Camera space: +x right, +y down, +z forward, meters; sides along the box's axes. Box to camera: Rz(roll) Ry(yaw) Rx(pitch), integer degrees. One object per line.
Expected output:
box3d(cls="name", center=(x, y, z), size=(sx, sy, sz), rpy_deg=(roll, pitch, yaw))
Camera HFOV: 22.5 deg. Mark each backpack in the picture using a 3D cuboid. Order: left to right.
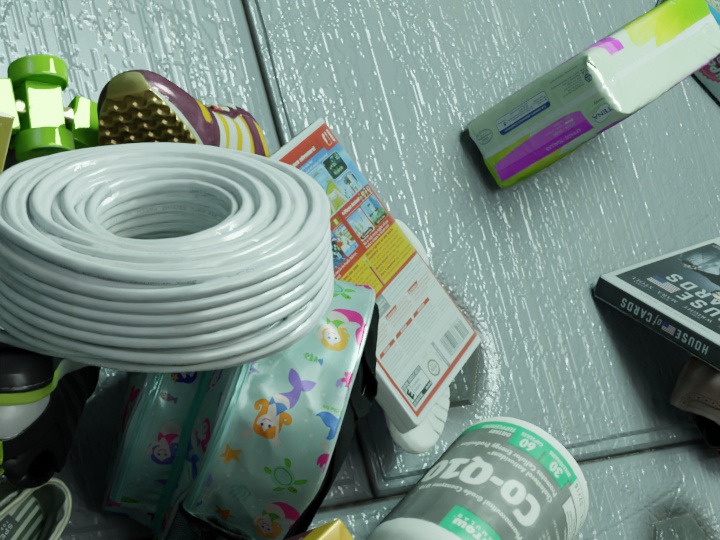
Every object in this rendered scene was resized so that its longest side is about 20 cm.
box3d(cls="backpack", center=(-0.069, 0.085, 1.116), size=(0.150, 0.200, 0.178), rpy_deg=(23, 55, -10))

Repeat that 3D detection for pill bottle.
box3d(cls="pill bottle", center=(0.068, 0.198, 1.251), size=(0.113, 0.113, 0.200), rpy_deg=(56, 43, -8))

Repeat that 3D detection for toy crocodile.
box3d(cls="toy crocodile", center=(-0.243, -0.099, 1.143), size=(0.200, 0.062, 0.068), rpy_deg=(4, 68, -37))

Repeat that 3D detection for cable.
box3d(cls="cable", center=(-0.112, -0.013, 1.008), size=(0.200, 0.200, 0.069), rpy_deg=(-40, 139, -53))

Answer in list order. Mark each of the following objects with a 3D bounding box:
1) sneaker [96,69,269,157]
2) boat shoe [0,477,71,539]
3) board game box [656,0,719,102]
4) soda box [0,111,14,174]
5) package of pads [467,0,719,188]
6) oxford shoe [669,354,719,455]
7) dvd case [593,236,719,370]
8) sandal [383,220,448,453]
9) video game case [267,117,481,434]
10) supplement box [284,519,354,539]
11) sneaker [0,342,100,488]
box3d(cls="sneaker", center=(-0.114, -0.086, 1.218), size=(0.200, 0.075, 0.090), rpy_deg=(57, 31, -51))
box3d(cls="boat shoe", center=(-0.229, 0.188, 1.009), size=(0.072, 0.062, 0.200), rpy_deg=(43, 47, -20))
box3d(cls="board game box", center=(0.376, -0.266, 1.804), size=(0.148, 0.064, 0.200), rpy_deg=(43, 48, -20))
box3d(cls="soda box", center=(-0.261, -0.001, 1.033), size=(0.068, 0.064, 0.200), rpy_deg=(20, 75, -36))
box3d(cls="package of pads", center=(0.197, -0.151, 1.512), size=(0.200, 0.154, 0.068), rpy_deg=(-33, 91, -46))
box3d(cls="oxford shoe", center=(0.334, 0.134, 1.586), size=(0.200, 0.071, 0.073), rpy_deg=(40, 85, -34))
box3d(cls="dvd case", center=(0.318, 0.027, 1.569), size=(0.150, 0.025, 0.200), rpy_deg=(32, 30, 33))
box3d(cls="sandal", center=(0.026, 0.054, 1.323), size=(0.082, 0.050, 0.203), rpy_deg=(46, 32, -38))
box3d(cls="video game case", center=(0.000, 0.000, 1.244), size=(0.200, 0.017, 0.143), rpy_deg=(54, 31, -6))
box3d(cls="supplement box", center=(-0.059, 0.277, 1.028), size=(0.197, 0.200, 0.133), rpy_deg=(57, 43, -7))
box3d(cls="sneaker", center=(-0.198, 0.083, 1.045), size=(0.200, 0.072, 0.083), rpy_deg=(-14, 105, -85))
